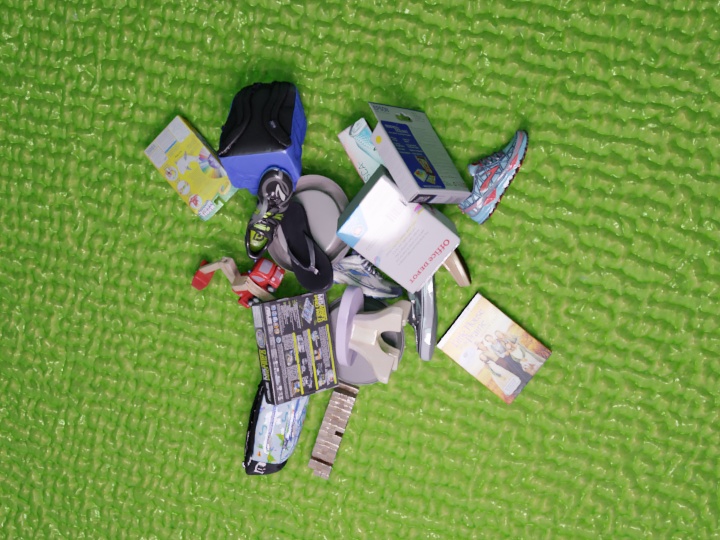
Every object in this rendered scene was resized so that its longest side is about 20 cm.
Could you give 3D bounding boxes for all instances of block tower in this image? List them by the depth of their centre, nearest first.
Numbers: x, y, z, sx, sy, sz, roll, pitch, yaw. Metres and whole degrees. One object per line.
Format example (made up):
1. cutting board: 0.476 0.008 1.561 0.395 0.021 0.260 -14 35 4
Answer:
1. block tower: -0.060 0.346 1.396 0.053 0.058 0.204 19 98 4

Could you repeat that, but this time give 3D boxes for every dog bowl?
1. dog bowl: -0.100 -0.089 1.317 0.196 0.059 0.205 -4 79 20

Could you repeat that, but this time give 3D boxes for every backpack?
1. backpack: -0.189 -0.265 1.282 0.159 0.169 0.204 -2 60 6
2. backpack: -0.179 0.313 1.367 0.150 0.163 0.205 -2 90 -1

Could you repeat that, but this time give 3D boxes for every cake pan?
1. cake pan: -0.003 0.151 1.373 0.195 0.037 0.205 1 98 8

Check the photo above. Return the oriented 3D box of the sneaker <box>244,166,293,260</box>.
1. sneaker: -0.178 -0.105 1.239 0.069 0.083 0.202 15 122 -16

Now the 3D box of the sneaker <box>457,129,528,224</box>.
1. sneaker: 0.260 -0.198 1.274 0.094 0.079 0.202 31 100 5

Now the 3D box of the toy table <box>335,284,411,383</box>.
1. toy table: 0.024 0.124 1.256 0.115 0.201 0.187 13 63 11

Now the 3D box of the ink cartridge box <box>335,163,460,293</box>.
1. ink cartridge box: 0.072 -0.077 1.222 0.199 0.085 0.145 37 109 -14

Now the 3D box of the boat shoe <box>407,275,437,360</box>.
1. boat shoe: 0.122 0.085 1.340 0.069 0.072 0.205 -1 87 16

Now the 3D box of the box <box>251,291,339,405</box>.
1. box: -0.130 0.153 1.298 0.044 0.158 0.205 -5 94 52

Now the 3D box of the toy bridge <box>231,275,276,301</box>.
1. toy bridge: -0.189 0.086 1.334 0.066 0.028 0.201 -5 135 28

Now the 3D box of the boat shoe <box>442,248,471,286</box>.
1. boat shoe: 0.157 -0.046 1.315 0.064 0.071 0.202 -34 82 15

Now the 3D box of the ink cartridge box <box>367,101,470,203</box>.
1. ink cartridge box: 0.106 -0.220 1.223 0.047 0.196 0.202 -41 69 34

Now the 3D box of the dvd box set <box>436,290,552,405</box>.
1. dvd box set: 0.278 0.162 1.341 0.199 0.029 0.147 39 100 1

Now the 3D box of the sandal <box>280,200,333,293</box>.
1. sandal: -0.116 -0.044 1.260 0.075 0.043 0.203 -31 71 12

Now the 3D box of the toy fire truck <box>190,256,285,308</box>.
1. toy fire truck: -0.259 0.013 1.344 0.140 0.049 0.199 37 141 -18

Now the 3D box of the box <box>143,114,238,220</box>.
1. box: -0.355 -0.216 1.370 0.117 0.048 0.201 -41 88 10

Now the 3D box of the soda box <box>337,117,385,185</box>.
1. soda box: 0.032 -0.205 1.311 0.068 0.064 0.202 -30 93 10

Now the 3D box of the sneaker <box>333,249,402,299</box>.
1. sneaker: 0.000 0.000 1.337 0.196 0.077 0.087 20 95 4
